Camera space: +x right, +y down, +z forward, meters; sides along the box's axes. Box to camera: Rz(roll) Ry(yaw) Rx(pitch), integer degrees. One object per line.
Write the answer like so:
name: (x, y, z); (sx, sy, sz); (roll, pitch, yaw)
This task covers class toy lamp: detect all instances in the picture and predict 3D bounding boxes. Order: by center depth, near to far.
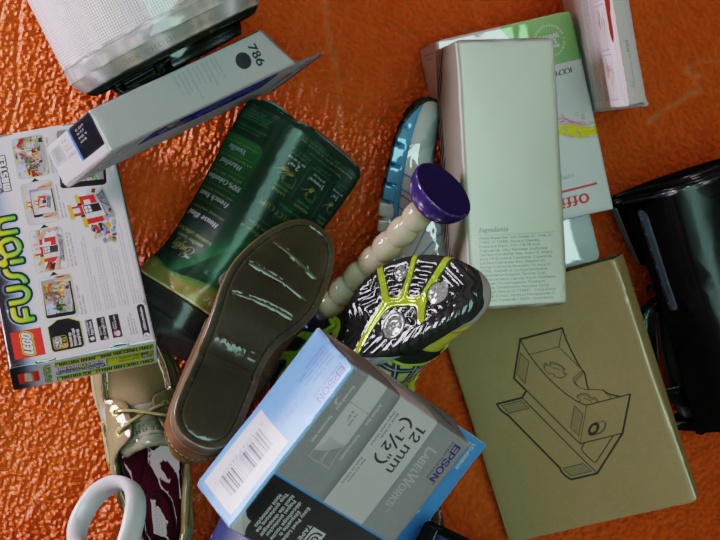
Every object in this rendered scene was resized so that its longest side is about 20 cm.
toy lamp: (0.000, 0.000, 1.561); (0.058, 0.058, 0.200); (38, 121, -9)

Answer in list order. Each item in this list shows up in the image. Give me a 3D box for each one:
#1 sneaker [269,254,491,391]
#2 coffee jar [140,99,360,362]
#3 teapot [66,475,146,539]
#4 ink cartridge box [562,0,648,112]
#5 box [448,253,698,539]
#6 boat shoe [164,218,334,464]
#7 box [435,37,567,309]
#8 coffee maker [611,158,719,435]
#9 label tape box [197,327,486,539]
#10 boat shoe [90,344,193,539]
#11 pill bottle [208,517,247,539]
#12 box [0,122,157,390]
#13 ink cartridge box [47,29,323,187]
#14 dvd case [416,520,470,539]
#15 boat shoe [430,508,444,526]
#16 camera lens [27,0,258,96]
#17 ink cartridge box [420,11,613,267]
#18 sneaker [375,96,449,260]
sneaker: (0.023, 0.052, 1.534); (0.076, 0.199, 0.076); (26, 47, -40)
coffee jar: (-0.092, -0.023, 1.586); (0.104, 0.085, 0.201); (37, 83, -45)
teapot: (-0.241, 0.272, 1.539); (0.198, 0.146, 0.199); (-14, 119, -17)
ink cartridge box: (0.193, -0.204, 1.583); (0.057, 0.200, 0.164); (-11, 94, -8)
box: (0.162, 0.102, 1.632); (0.162, 0.021, 0.202); (-16, 95, 27)
boat shoe: (-0.088, 0.050, 1.522); (0.072, 0.068, 0.201); (34, 65, -3)
box: (0.105, -0.072, 1.567); (0.081, 0.068, 0.202); (-2, 90, -12)
coffee maker: (0.300, 0.013, 1.618); (0.134, 0.191, 0.202); (-24, 99, -51)
label tape box: (0.002, 0.152, 1.491); (0.200, 0.066, 0.144); (36, 94, -37)
boat shoe: (-0.162, 0.128, 1.594); (0.073, 0.066, 0.202); (-14, 94, -10)
pill bottle: (-0.087, 0.266, 1.589); (0.111, 0.111, 0.201); (29, 86, -10)
box: (-0.223, -0.016, 1.545); (0.109, 0.035, 0.201); (-10, 61, -9)
ink cartridge box: (-0.130, -0.128, 1.549); (0.199, 0.099, 0.039); (-27, 89, -31)
dvd case: (0.076, 0.283, 1.604); (0.200, 0.017, 0.144); (32, 81, -51)
boat shoe: (0.026, 0.176, 1.630); (0.070, 0.070, 0.202); (-19, 96, -10)
camera lens: (-0.179, -0.241, 1.534); (0.159, 0.160, 0.201); (-28, 96, -9)
ink cartridge box: (0.128, -0.093, 1.642); (0.116, 0.067, 0.202); (-14, 94, -11)
sneaker: (0.054, -0.033, 1.621); (0.086, 0.075, 0.202); (9, 98, 5)
